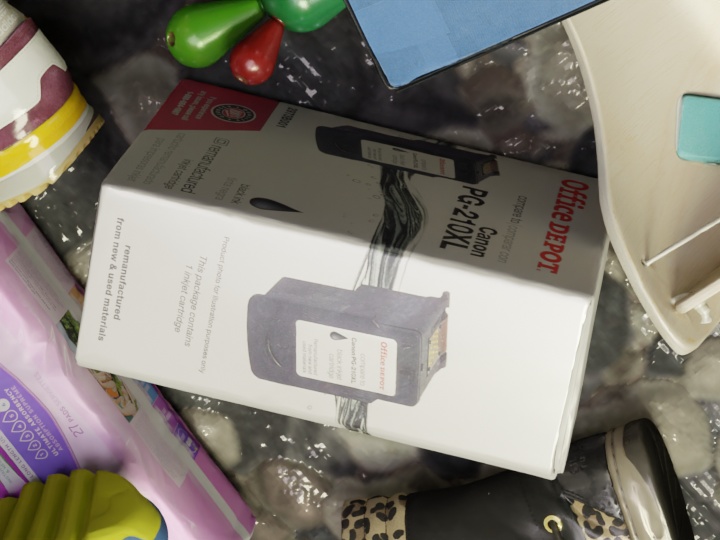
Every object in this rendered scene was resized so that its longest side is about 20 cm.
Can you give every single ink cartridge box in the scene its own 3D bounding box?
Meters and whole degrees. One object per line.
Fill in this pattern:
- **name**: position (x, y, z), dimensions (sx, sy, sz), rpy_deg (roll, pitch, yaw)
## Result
- **ink cartridge box**: position (0.000, 0.000, 1.108), dimensions (0.199, 0.145, 0.085), rpy_deg (13, 113, 5)

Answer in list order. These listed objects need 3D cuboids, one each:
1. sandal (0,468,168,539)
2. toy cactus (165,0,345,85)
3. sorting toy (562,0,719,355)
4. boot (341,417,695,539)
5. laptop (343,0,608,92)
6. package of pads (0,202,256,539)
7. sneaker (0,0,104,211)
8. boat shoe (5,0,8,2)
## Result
- **sandal**: position (-0.154, 0.154, 1.157), dimensions (0.200, 0.080, 0.087), rpy_deg (-30, 107, 30)
- **toy cactus**: position (0.001, -0.150, 1.088), dimensions (0.164, 0.102, 0.201), rpy_deg (27, 105, -11)
- **sorting toy**: position (0.166, -0.101, 1.071), dimensions (0.200, 0.107, 0.180), rpy_deg (-32, 95, 19)
- **boot**: position (0.082, 0.173, 1.199), dimensions (0.150, 0.073, 0.201), rpy_deg (-11, 105, 13)
- **laptop**: position (0.061, -0.201, 0.955), dimensions (0.116, 0.187, 0.201), rpy_deg (48, 151, 32)
- **package of pads**: position (-0.152, 0.074, 1.201), dimensions (0.120, 0.076, 0.200), rpy_deg (-33, 102, 18)
- **sneaker**: position (-0.203, -0.060, 1.146), dimensions (0.199, 0.075, 0.090), rpy_deg (-21, 113, 30)
- **boat shoe**: position (-0.162, -0.205, 1.108), dimensions (0.071, 0.070, 0.202), rpy_deg (23, 118, 24)
